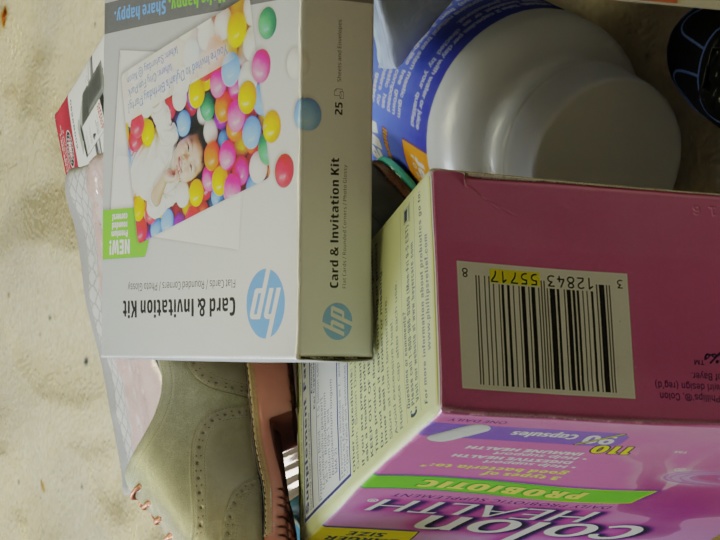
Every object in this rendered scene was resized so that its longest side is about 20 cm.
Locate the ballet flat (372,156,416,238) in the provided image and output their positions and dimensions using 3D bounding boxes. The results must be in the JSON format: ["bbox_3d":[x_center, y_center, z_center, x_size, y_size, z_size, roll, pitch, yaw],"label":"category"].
[{"bbox_3d":[0.000,0.000,1.352,0.068,0.068,0.200,46,171,19],"label":"ballet flat"}]

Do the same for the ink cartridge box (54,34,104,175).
[{"bbox_3d":[-0.112,-0.059,1.577,0.200,0.083,0.147,138,121,-68],"label":"ink cartridge box"}]

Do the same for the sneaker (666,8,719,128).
[{"bbox_3d":[0.177,-0.080,1.125,0.200,0.078,0.070,23,111,58],"label":"sneaker"}]

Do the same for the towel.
[{"bbox_3d":[-0.117,0.033,1.438,0.191,0.032,0.201,179,81,-76],"label":"towel"}]

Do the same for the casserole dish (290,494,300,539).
[{"bbox_3d":[-0.029,0.175,1.237,0.200,0.039,0.121,-56,46,49],"label":"casserole dish"}]

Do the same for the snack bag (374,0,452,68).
[{"bbox_3d":[0.052,-0.197,1.190,0.021,0.200,0.189,33,168,19],"label":"snack bag"}]

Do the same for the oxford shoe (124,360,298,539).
[{"bbox_3d":[-0.063,0.107,1.158,0.071,0.074,0.201,87,-179,-60],"label":"oxford shoe"}]

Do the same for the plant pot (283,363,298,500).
[{"bbox_3d":[0.018,0.075,1.302,0.201,0.200,0.093,-34,75,55],"label":"plant pot"}]

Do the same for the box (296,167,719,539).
[{"bbox_3d":[0.082,0.045,1.088,0.200,0.175,0.097,131,140,-64],"label":"box"}]

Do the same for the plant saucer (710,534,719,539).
[{"bbox_3d":[0.222,0.085,1.079,0.200,0.048,0.201,33,119,55],"label":"plant saucer"}]

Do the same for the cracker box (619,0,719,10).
[{"bbox_3d":[0.125,-0.155,1.091,0.134,0.199,0.058,46,128,49],"label":"cracker box"}]

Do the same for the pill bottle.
[{"bbox_3d":[0.064,-0.079,1.290,0.200,0.112,0.113,36,121,55],"label":"pill bottle"}]

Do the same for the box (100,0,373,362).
[{"bbox_3d":[-0.052,-0.063,1.095,0.156,0.041,0.201,-2,88,55],"label":"box"}]
